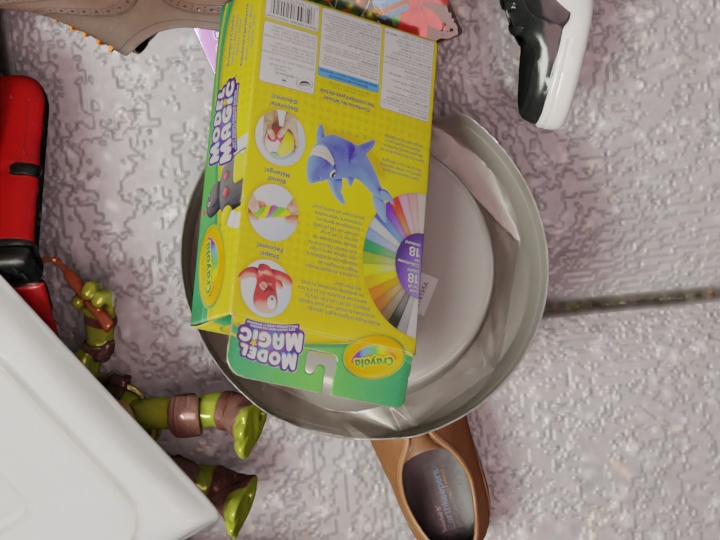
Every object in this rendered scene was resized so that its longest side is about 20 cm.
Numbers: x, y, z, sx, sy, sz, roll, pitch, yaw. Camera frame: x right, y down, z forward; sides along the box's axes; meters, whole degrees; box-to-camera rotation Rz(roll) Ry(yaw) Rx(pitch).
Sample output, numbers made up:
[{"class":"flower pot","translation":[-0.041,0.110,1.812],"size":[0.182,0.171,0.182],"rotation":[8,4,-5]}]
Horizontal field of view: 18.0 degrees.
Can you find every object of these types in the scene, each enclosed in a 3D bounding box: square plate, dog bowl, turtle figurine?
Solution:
[{"class":"square plate","translation":[-0.213,0.115,1.233],"size":[0.200,0.028,0.198],"rotation":[-32,112,24]},{"class":"dog bowl","translation":[0.000,0.000,1.240],"size":[0.199,0.059,0.201],"rotation":[1,78,-6]},{"class":"turtle figurine","translation":[-0.138,0.100,1.280],"size":[0.161,0.064,0.201],"rotation":[13,98,11]}]

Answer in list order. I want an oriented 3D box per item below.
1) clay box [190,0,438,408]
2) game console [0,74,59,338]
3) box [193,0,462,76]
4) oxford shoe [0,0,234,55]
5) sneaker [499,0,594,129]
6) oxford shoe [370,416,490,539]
[{"class":"clay box","translation":[-0.023,-0.034,1.170],"size":[0.115,0.048,0.201],"rotation":[14,74,-32]},{"class":"game console","translation":[-0.257,-0.001,1.251],"size":[0.199,0.119,0.173],"rotation":[-5,63,9]},{"class":"box","translation":[-0.045,-0.194,1.249],"size":[0.136,0.039,0.201],"rotation":[-24,101,2]},{"class":"oxford shoe","translation":[-0.148,-0.147,1.217],"size":[0.199,0.071,0.073],"rotation":[-2,113,21]},{"class":"sneaker","translation":[0.074,-0.182,1.249],"size":[0.111,0.073,0.201],"rotation":[7,91,-2]},{"class":"oxford shoe","translation":[0.028,0.072,1.286],"size":[0.071,0.071,0.201],"rotation":[-24,97,3]}]
